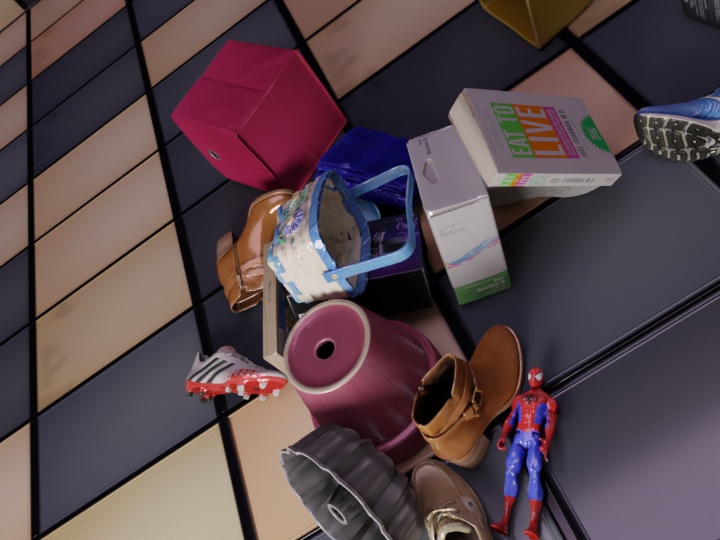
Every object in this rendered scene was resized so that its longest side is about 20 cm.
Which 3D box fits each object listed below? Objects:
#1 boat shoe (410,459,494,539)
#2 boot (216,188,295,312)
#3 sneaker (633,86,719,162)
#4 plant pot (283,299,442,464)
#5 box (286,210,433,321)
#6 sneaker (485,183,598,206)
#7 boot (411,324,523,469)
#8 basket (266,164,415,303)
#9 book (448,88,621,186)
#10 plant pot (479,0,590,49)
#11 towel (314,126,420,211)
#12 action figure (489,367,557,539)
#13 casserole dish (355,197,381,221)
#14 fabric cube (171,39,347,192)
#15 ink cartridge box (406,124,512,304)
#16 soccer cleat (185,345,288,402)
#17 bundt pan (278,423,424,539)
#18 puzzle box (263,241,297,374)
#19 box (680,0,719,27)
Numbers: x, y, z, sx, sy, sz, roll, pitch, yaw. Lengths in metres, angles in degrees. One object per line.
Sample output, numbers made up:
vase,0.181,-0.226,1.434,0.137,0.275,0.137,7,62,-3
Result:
boat shoe,0.112,0.300,0.838,0.072,0.065,0.201,-36,48,6
boot,-0.167,-0.032,1.237,0.200,0.073,0.156,-41,46,23
sneaker,0.467,-0.200,0.951,0.198,0.079,0.090,7,57,27
plant pot,-0.002,0.136,0.946,0.198,0.179,0.202,-16,53,22
box,0.000,0.000,1.056,0.197,0.079,0.142,-12,36,9
sneaker,0.267,-0.168,1.048,0.198,0.074,0.119,-7,58,29
boot,0.129,0.131,0.879,0.076,0.155,0.201,15,69,38
basket,-0.019,-0.050,0.949,0.198,0.140,0.177,-18,38,17
book,0.228,-0.167,0.928,0.048,0.198,0.135,-59,43,50
plant pot,0.308,-0.538,1.201,0.199,0.195,0.196,-34,47,1
towel,0.034,-0.178,1.191,0.198,0.050,0.148,21,58,32
action figure,0.199,0.211,0.858,0.065,0.052,0.202,-5,55,34
casserole dish,-0.033,-0.087,1.211,0.121,0.039,0.200,-39,48,3
fabric cube,-0.185,-0.279,1.332,0.198,0.196,0.201,22,73,38
ink cartridge box,0.136,-0.074,0.978,0.087,0.201,0.147,-19,50,10
soccer cleat,-0.196,0.159,1.132,0.198,0.069,0.086,-10,59,32
bundt pan,-0.004,0.267,0.861,0.201,0.204,0.076,21,49,40
puzzle box,-0.100,0.069,1.085,0.025,0.133,0.202,-21,52,20
box,0.585,-0.436,0.991,0.200,0.124,0.197,-42,46,1
